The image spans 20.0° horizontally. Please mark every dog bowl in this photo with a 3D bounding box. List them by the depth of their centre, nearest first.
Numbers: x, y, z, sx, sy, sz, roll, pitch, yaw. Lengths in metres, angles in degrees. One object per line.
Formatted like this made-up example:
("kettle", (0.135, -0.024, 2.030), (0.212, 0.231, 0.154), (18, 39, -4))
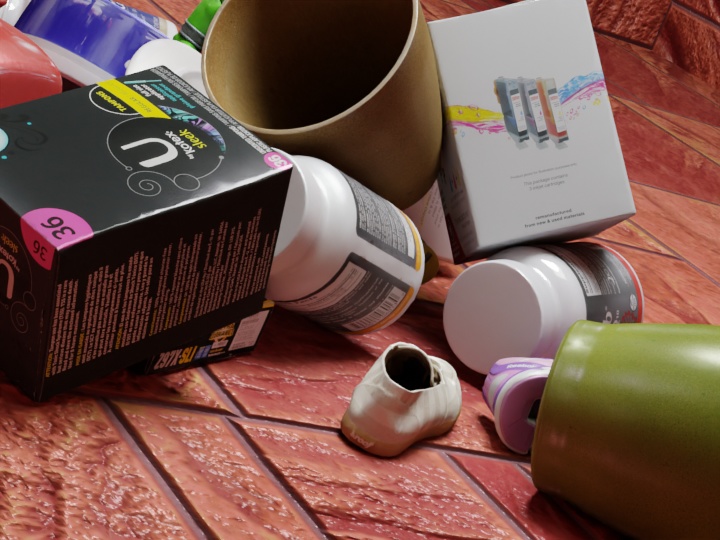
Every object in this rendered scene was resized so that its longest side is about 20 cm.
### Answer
("dog bowl", (-0.224, -0.172, 1.845), (0.199, 0.079, 0.200), (29, -10, 6))

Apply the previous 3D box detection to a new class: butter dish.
("butter dish", (-0.336, -0.173, 1.706), (0.199, 0.149, 0.199), (30, 17, 28))

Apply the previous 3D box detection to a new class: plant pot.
("plant pot", (0.230, 0.119, 1.479), (0.192, 0.202, 0.200), (15, 12, 16))
("plant pot", (-0.009, -0.137, 1.690), (0.186, 0.187, 0.200), (33, -14, 35))

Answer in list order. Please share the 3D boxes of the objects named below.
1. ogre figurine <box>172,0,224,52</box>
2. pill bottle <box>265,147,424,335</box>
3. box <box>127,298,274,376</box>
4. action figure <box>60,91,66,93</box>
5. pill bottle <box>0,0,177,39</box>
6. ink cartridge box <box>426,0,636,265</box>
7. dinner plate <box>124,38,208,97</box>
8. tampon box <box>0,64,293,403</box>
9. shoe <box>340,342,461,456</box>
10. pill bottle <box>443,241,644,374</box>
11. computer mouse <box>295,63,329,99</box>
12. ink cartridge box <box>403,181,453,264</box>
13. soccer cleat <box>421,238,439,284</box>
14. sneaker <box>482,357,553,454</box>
("ogre figurine", (-0.077, -0.209, 1.846), (0.199, 0.121, 0.098), (23, 3, 43))
("pill bottle", (-0.038, -0.024, 1.598), (0.116, 0.117, 0.200), (31, 1, 30))
("box", (-0.186, 0.005, 1.505), (0.199, 0.050, 0.159), (29, 18, 22))
("action figure", (-0.169, -0.066, 1.613), (0.051, 0.066, 0.200), (7, -23, 41))
("pill bottle", (-0.289, -0.222, 2.011), (0.199, 0.112, 0.111), (17, 16, -20))
("ink cartridge box", (0.137, -0.123, 1.781), (0.143, 0.202, 0.145), (-11, -5, -6))
("dinner plate", (-0.132, -0.103, 1.733), (0.024, 0.202, 0.200), (-17, -5, 28))
("tampon box", (-0.172, -0.030, 1.358), (0.199, 0.127, 0.150), (-22, 48, -41))
("shoe", (0.040, 0.089, 1.529), (0.070, 0.054, 0.200), (25, 15, 10))
("pill bottle", (0.157, 0.035, 1.763), (0.115, 0.117, 0.200), (30, 17, 26))
("computer mouse", (-0.028, -0.197, 1.774), (0.034, 0.200, 0.059), (29, 18, -42))
("ink cartridge box", (0.035, -0.096, 1.924), (0.085, 0.149, 0.200), (20, 2, 33))
("soccer cleat", (-0.001, 0.000, 1.798), (0.199, 0.065, 0.084), (13, 47, -47))
("sneaker", (0.179, 0.109, 1.628), (0.199, 0.081, 0.088), (14, 9, -26))
